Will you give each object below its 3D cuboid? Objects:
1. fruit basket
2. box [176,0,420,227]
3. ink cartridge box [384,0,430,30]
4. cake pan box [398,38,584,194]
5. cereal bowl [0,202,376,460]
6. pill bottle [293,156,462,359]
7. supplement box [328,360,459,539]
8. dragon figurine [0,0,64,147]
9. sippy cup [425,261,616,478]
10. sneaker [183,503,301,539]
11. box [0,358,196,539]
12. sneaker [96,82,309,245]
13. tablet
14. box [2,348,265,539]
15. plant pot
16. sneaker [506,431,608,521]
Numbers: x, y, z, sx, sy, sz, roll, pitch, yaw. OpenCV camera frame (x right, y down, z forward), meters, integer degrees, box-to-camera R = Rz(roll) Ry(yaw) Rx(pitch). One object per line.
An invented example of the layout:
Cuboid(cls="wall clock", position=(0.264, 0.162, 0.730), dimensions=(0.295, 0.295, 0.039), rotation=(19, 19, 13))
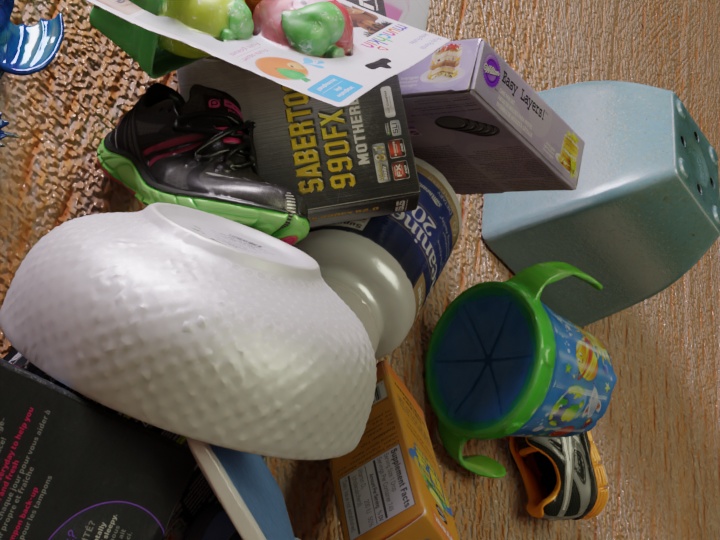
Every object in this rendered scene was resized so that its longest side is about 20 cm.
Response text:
Cuboid(cls="fruit basket", position=(-0.060, -0.169, 0.787), dimensions=(0.185, 0.200, 0.094), rotation=(-41, 146, -57))
Cuboid(cls="box", position=(-0.051, -0.131, 0.893), dimensions=(0.048, 0.158, 0.200), rotation=(95, -14, -76))
Cuboid(cls="ink cartridge box", position=(-0.011, -0.250, 1.119), dimensions=(0.200, 0.043, 0.197), rotation=(44, 42, -38))
Cuboid(cls="cake pan box", position=(0.056, -0.118, 1.011), dimensions=(0.184, 0.200, 0.052), rotation=(34, 64, -47))
Cuboid(cls="cereal bowl", position=(-0.080, 0.019, 0.646), dimensions=(0.200, 0.200, 0.083), rotation=(9, 104, -55))
Cuboid(cls="pill bottle", position=(0.000, 0.000, 0.942), dimensions=(0.111, 0.111, 0.200), rotation=(59, 34, -19))
Cuboid(cls="supplement box", position=(0.020, 0.148, 0.867), dimensions=(0.067, 0.069, 0.200), rotation=(55, 11, -26))
Cuboid(cls="dragon figurine", position=(-0.219, -0.142, 0.733), dimensions=(0.099, 0.059, 0.200), rotation=(51, 38, -29))
Cuboid(cls="sippy cup", position=(0.148, 0.089, 1.077), dimensions=(0.130, 0.178, 0.140), rotation=(17, 49, -39))
Cuboid(cls="sneaker", position=(-0.042, 0.202, 0.769), dimensions=(0.200, 0.082, 0.074), rotation=(47, 56, -50))
Cuboid(cls="box", position=(-0.196, 0.096, 0.571), dimensions=(0.200, 0.106, 0.122), rotation=(36, 72, -44))
Cuboid(cls="sneaker", position=(-0.098, -0.071, 0.760), dimensions=(0.077, 0.200, 0.084), rotation=(25, 95, -45))
Cuboid(cls="tablet", position=(-0.068, 0.111, 0.687), dimensions=(0.130, 0.014, 0.200), rotation=(61, -3, -15))
Cuboid(cls="box", position=(-0.126, 0.076, 0.778), dimensions=(0.160, 0.044, 0.200), rotation=(61, 34, -17))
Cuboid(cls="plant pot", position=(0.267, -0.086, 1.305), dimensions=(0.196, 0.200, 0.197), rotation=(42, 42, -37))
Cuboid(cls="sneaker", position=(0.172, 0.143, 1.169), dimensions=(0.077, 0.078, 0.200), rotation=(-8, 73, -37))
